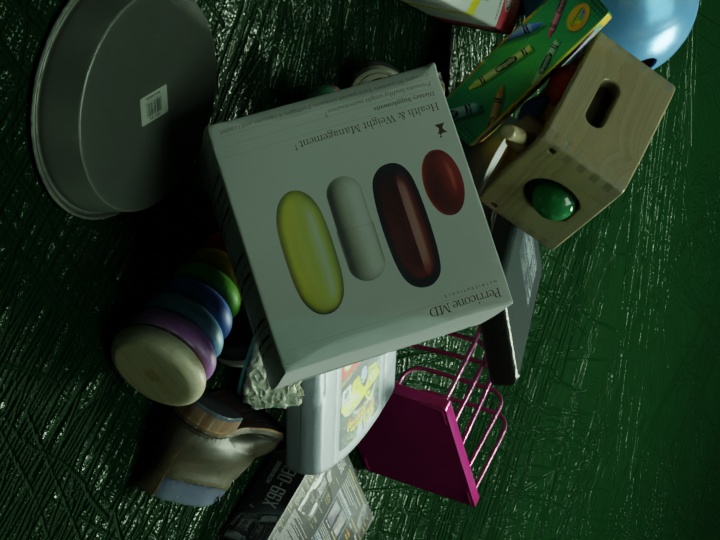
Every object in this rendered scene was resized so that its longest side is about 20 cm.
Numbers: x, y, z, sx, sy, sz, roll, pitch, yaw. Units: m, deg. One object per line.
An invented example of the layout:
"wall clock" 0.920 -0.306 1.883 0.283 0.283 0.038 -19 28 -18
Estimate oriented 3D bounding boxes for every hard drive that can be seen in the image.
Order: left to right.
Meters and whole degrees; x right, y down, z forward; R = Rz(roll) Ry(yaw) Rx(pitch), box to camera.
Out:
"hard drive" 0.164 0.009 1.726 0.200 0.033 0.140 -70 154 -51

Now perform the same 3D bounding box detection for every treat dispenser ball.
"treat dispenser ball" 0.287 -0.317 1.814 0.201 0.201 0.201 -40 139 -48

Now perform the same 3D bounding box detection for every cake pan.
"cake pan" -0.173 -0.132 1.207 0.200 0.037 0.200 -41 140 -48

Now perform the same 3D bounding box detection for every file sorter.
"file sorter" 0.073 0.139 1.733 0.125 0.139 0.200 -60 151 -29

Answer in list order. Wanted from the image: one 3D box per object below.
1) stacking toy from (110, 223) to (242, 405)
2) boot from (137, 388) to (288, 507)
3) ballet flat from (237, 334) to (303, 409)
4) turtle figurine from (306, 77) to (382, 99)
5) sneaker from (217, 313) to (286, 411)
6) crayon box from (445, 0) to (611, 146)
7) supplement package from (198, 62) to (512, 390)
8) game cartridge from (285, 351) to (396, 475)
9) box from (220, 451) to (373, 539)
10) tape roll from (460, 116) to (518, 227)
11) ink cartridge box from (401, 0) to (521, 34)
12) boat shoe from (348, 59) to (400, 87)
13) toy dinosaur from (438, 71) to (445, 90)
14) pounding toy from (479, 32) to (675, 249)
"stacking toy" -0.127 0.018 1.344 0.200 0.085 0.085 -58 150 -38
"boot" -0.132 0.165 1.447 0.097 0.075 0.200 -56 153 4
"ballet flat" -0.055 0.027 1.376 0.072 0.072 0.200 3 101 -63
"turtle figurine" -0.011 -0.124 1.462 0.150 0.101 0.200 -58 164 -15
"sneaker" -0.073 0.090 1.497 0.201 0.067 0.108 -27 125 -59
"crayon box" 0.175 -0.221 1.673 0.200 0.058 0.119 -44 178 12
"supplement package" -0.009 -0.031 1.266 0.147 0.191 0.200 128 -56 -79
"game cartridge" -0.014 0.107 1.522 0.200 0.041 0.133 -44 145 -55
"box" -0.060 0.266 1.644 0.158 0.050 0.200 -59 151 -28
"tape roll" 0.145 -0.081 1.828 0.200 0.066 0.200 -41 139 -49
"ink cartridge box" 0.099 -0.327 1.573 0.200 0.083 0.145 5 101 -64
"boat shoe" 0.034 -0.162 1.597 0.200 0.073 0.063 45 21 -55
"toy dinosaur" 0.060 -0.112 1.523 0.200 0.047 0.088 116 -33 -59
"pounding toy" 0.204 -0.134 1.633 0.200 0.142 0.184 -59 -173 -30
